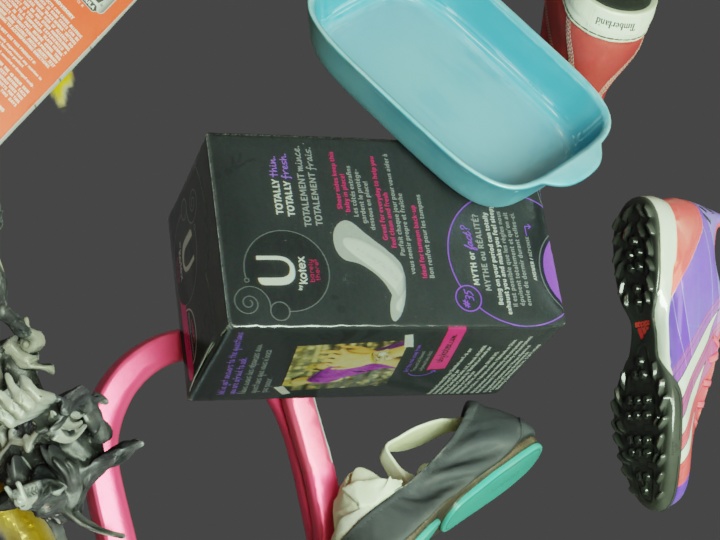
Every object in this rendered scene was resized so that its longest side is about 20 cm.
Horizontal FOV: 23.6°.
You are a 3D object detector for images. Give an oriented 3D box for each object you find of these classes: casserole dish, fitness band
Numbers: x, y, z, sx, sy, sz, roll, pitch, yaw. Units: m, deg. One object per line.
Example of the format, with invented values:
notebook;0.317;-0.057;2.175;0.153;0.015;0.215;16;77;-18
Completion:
casserole dish;0.052;-0.109;0.989;0.200;0.039;0.121;45;51;15
fitness band;-0.086;0.132;1.004;0.143;0.037;0.201;-14;90;-18

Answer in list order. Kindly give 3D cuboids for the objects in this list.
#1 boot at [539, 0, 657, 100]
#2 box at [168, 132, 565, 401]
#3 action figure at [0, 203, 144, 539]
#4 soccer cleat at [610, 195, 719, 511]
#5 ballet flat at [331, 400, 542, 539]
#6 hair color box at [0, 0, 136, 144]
boot;0.134;-0.165;1.092;0.072;0.145;0.200;12;44;-6
box;0.000;0.000;0.990;0.199;0.106;0.123;1;64;-20
action figure;-0.197;0.068;0.924;0.102;0.119;0.201;-23;89;-64
soccer cleat;0.205;0.053;1.102;0.073;0.068;0.201;3;83;-24
ballet flat;0.027;0.136;1.007;0.200;0.073;0.073;-35;99;-41
hair color box;-0.218;-0.092;0.922;0.061;0.101;0.200;47;66;-18
